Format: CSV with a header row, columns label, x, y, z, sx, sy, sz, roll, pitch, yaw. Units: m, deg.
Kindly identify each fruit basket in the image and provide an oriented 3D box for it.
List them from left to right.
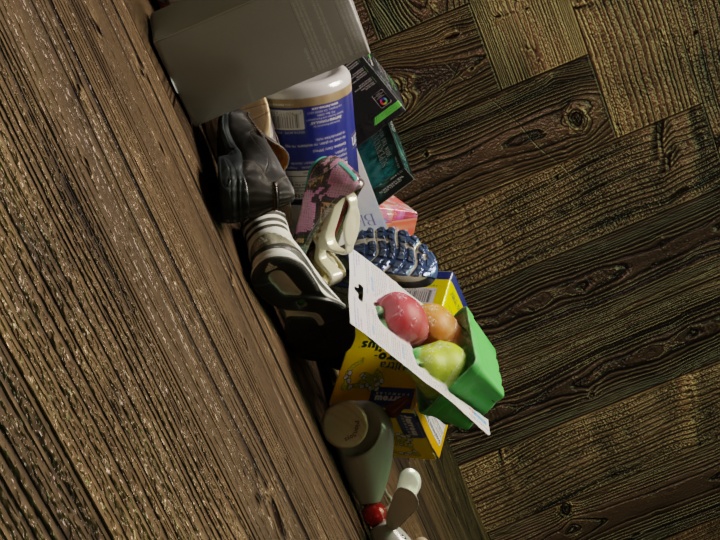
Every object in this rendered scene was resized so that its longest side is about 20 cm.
label,x,y,z,sx,sy,sz,roll,pitch,yaw
fruit basket,0.058,0.077,1.471,0.200,0.094,0.185,33,21,-16

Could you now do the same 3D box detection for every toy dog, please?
label,x,y,z,sx,sy,sz,roll,pitch,yaw
toy dog,0.032,0.213,1.453,0.132,0.096,0.201,-101,168,-71

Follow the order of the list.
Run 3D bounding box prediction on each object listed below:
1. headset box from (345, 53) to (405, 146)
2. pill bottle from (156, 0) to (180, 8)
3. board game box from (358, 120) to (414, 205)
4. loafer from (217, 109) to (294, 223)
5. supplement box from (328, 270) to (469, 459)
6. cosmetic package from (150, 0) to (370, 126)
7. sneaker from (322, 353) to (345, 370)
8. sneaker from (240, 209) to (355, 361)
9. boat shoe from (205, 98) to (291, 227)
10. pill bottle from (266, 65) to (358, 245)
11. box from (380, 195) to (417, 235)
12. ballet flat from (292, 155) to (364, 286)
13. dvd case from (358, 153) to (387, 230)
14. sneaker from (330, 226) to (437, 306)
label,x,y,z,sx,sy,sz,roll,pitch,yaw
headset box,-0.060,-0.246,1.867,0.200,0.174,0.093,48,14,-29
pill bottle,-0.197,-0.370,1.427,0.111,0.110,0.200,-108,175,-48
board game box,-0.001,-0.140,1.892,0.028,0.135,0.200,46,15,-28
loafer,-0.107,-0.106,1.361,0.200,0.072,0.073,-101,-169,-56
supplement box,0.053,0.110,1.629,0.109,0.109,0.201,64,35,-46
cosmetic package,-0.102,-0.239,1.373,0.090,0.199,0.107,-104,174,-57
sneaker,-0.034,0.079,1.692,0.082,0.070,0.200,41,-6,27
sneaker,-0.065,0.004,1.424,0.201,0.075,0.116,60,10,-51
boat shoe,-0.120,-0.127,1.479,0.065,0.072,0.201,98,-27,-87
pill bottle,-0.060,-0.129,1.554,0.116,0.115,0.201,-105,-171,-66
box,-0.005,-0.070,1.972,0.200,0.094,0.103,-137,-122,-61
ballet flat,-0.040,-0.030,1.463,0.071,0.069,0.201,39,-48,24
dvd case,-0.057,-0.105,1.740,0.018,0.142,0.201,103,-26,-50
sneaker,0.000,0.000,1.619,0.077,0.199,0.085,-62,151,-42
